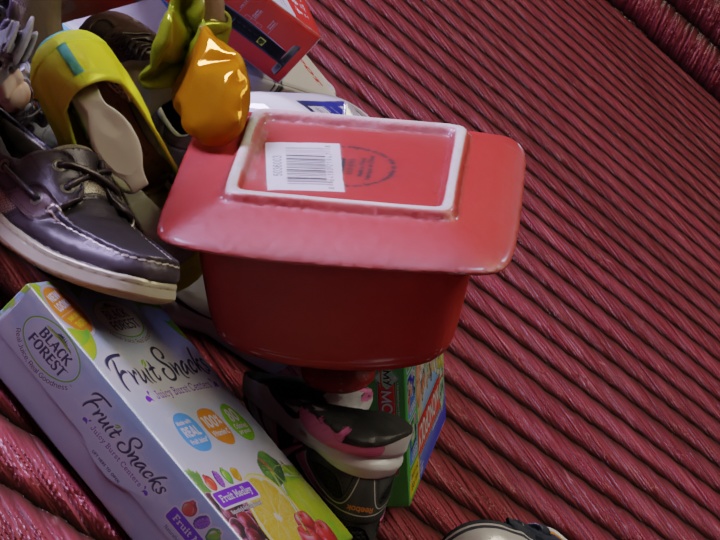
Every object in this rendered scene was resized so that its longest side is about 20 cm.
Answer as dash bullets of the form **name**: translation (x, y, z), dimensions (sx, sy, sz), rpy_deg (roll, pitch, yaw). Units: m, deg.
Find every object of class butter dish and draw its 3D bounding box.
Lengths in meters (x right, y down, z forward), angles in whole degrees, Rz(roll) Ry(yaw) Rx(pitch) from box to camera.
- **butter dish**: translation (-0.010, 0.001, 1.537), dimensions (0.199, 0.148, 0.200), rpy_deg (6, 26, 3)

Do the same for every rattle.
- **rattle**: translation (-0.162, -0.160, 1.543), dimensions (0.200, 0.130, 0.143), rpy_deg (50, 23, -28)

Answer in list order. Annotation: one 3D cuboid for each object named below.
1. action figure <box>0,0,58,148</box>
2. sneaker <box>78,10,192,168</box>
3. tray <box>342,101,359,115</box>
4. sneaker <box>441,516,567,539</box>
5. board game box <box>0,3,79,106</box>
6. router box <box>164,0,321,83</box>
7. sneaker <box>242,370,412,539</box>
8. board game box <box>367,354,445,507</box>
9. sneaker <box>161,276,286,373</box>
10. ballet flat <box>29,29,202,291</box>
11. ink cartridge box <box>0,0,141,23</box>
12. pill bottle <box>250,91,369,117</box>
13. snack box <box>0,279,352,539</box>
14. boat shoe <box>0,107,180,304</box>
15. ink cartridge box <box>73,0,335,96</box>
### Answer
- **action figure**: translation (-0.240, -0.139, 1.564), dimensions (0.200, 0.069, 0.130), rpy_deg (42, -29, -15)
- **sneaker**: translation (-0.122, -0.119, 1.691), dimensions (0.070, 0.076, 0.200), rpy_deg (-7, 43, -29)
- **tray**: translation (0.000, 0.000, 1.742), dimensions (0.107, 0.022, 0.201), rpy_deg (71, 22, -70)
- **sneaker**: translation (0.096, 0.197, 1.675), dimensions (0.200, 0.078, 0.080), rpy_deg (47, 15, -47)
- **board game box**: translation (-0.245, -0.163, 1.733), dimensions (0.200, 0.037, 0.151), rpy_deg (41, 16, -26)
- **router box**: translation (-0.126, -0.243, 1.913), dimensions (0.179, 0.049, 0.200), rpy_deg (35, 18, -31)
- **sneaker**: translation (-0.030, 0.113, 1.568), dimensions (0.080, 0.087, 0.200), rpy_deg (9, 6, -12)
- **board game box**: translation (0.030, 0.063, 1.769), dimensions (0.200, 0.029, 0.135), rpy_deg (-59, 146, -74)
- **sneaker**: translation (-0.092, -0.002, 1.674), dimensions (0.200, 0.071, 0.073), rpy_deg (29, 23, -49)
- **ballet flat**: translation (-0.132, -0.050, 1.533), dimensions (0.067, 0.067, 0.200), rpy_deg (45, -15, 51)
- **ink cartridge box**: translation (-0.201, -0.220, 1.631), dimensions (0.200, 0.162, 0.050), rpy_deg (27, 61, -49)
- **pill bottle**: translation (-0.060, -0.063, 1.823), dimensions (0.120, 0.120, 0.200), rpy_deg (50, 15, 10)
- **snack box**: translation (-0.104, 0.093, 1.437), dimensions (0.200, 0.053, 0.142), rpy_deg (49, 14, 11)
- **boat shoe**: translation (-0.166, -0.039, 1.462), dimensions (0.072, 0.065, 0.200), rpy_deg (15, 10, -45)
- **ink cartridge box**: translation (-0.124, -0.162, 1.963), dimensions (0.146, 0.084, 0.200), rpy_deg (52, 16, 22)
